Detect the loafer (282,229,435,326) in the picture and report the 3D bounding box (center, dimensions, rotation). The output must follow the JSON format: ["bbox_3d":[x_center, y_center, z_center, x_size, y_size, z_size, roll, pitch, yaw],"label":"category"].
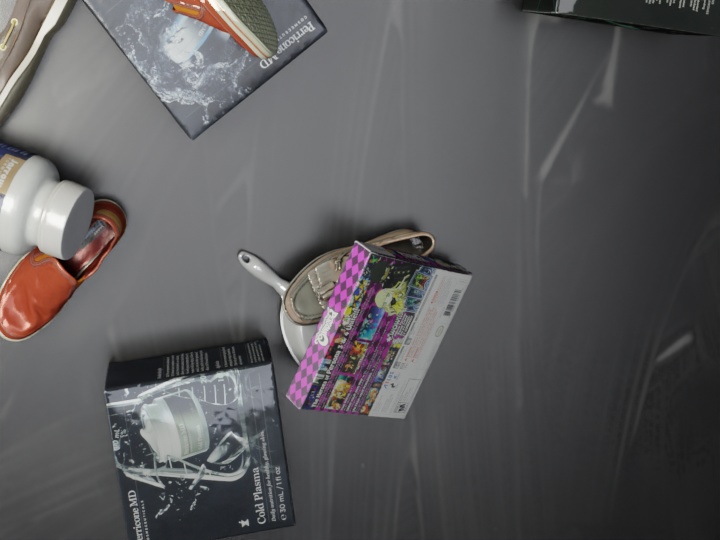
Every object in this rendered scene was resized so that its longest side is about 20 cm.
[{"bbox_3d":[0.000,0.000,1.540,0.199,0.063,0.073,-27,92,-26],"label":"loafer"}]

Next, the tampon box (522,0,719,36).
[{"bbox_3d":[0.304,-0.343,1.513,0.197,0.150,0.128,6,100,-10],"label":"tampon box"}]

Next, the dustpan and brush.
[{"bbox_3d":[-0.062,0.041,1.582,0.199,0.057,0.140,38,81,-20],"label":"dustpan and brush"}]

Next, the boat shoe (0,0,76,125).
[{"bbox_3d":[-0.381,-0.246,1.465,0.059,0.072,0.202,30,91,-7],"label":"boat shoe"}]

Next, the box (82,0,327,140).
[{"bbox_3d":[-0.173,-0.286,1.466,0.196,0.117,0.201,-38,105,-1],"label":"box"}]

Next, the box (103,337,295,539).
[{"bbox_3d":[-0.187,0.202,1.551,0.194,0.124,0.203,-9,102,-5],"label":"box"}]

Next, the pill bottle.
[{"bbox_3d":[-0.397,-0.083,1.444,0.198,0.111,0.112,20,97,6],"label":"pill bottle"}]

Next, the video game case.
[{"bbox_3d":[0.024,0.074,1.538,0.180,0.036,0.202,10,110,-45],"label":"video game case"}]

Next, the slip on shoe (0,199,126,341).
[{"bbox_3d":[-0.345,0.001,1.512,0.200,0.061,0.074,-45,105,2],"label":"slip on shoe"}]

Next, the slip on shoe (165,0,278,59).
[{"bbox_3d":[-0.166,-0.289,1.379,0.199,0.075,0.061,38,127,-20],"label":"slip on shoe"}]
